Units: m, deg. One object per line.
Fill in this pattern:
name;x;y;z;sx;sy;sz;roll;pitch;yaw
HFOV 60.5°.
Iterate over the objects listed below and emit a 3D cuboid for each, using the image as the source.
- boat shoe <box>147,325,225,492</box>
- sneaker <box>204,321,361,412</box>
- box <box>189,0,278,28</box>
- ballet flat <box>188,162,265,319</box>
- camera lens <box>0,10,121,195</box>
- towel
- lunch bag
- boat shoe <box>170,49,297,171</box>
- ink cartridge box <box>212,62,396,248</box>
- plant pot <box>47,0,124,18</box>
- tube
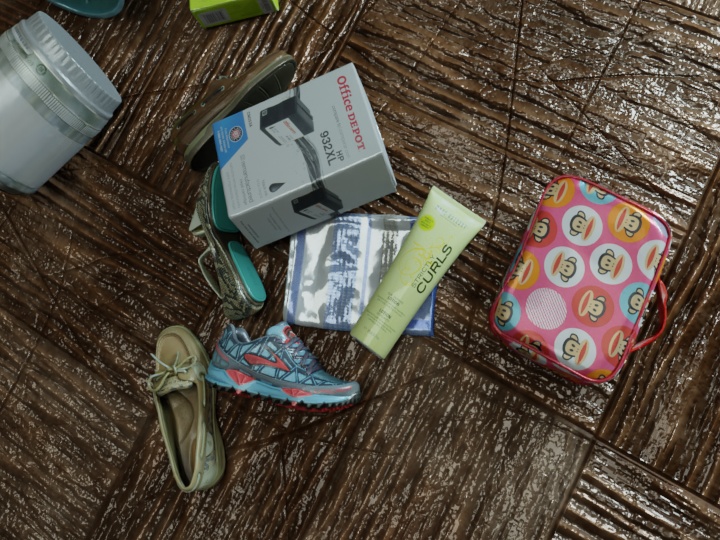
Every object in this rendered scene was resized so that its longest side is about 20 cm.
boat shoe;-0.213;0.163;0.753;0.071;0.063;0.205;-22;75;7
sneaker;-0.090;0.109;0.731;0.193;0.079;0.099;9;79;13
box;-0.185;-0.458;0.877;0.118;0.048;0.207;-8;77;9
ballet flat;-0.180;-0.034;0.789;0.074;0.067;0.206;-23;77;22
camera lens;-0.443;-0.216;0.825;0.199;0.160;0.161;-41;74;1
towel;0.000;0.000;0.762;0.193;0.024;0.152;4;81;12
lunch bag;0.249;0.016;0.677;0.173;0.082;0.204;27;85;15
boat shoe;-0.173;-0.227;0.817;0.199;0.072;0.068;-42;75;1
ink cartridge box;-0.070;-0.140;0.759;0.195;0.084;0.149;-21;62;7
plant pot;-0.395;-0.508;0.865;0.194;0.201;0.202;11;74;13
tube;0.061;0.004;0.717;0.203;0.058;0.052;-55;31;-6
